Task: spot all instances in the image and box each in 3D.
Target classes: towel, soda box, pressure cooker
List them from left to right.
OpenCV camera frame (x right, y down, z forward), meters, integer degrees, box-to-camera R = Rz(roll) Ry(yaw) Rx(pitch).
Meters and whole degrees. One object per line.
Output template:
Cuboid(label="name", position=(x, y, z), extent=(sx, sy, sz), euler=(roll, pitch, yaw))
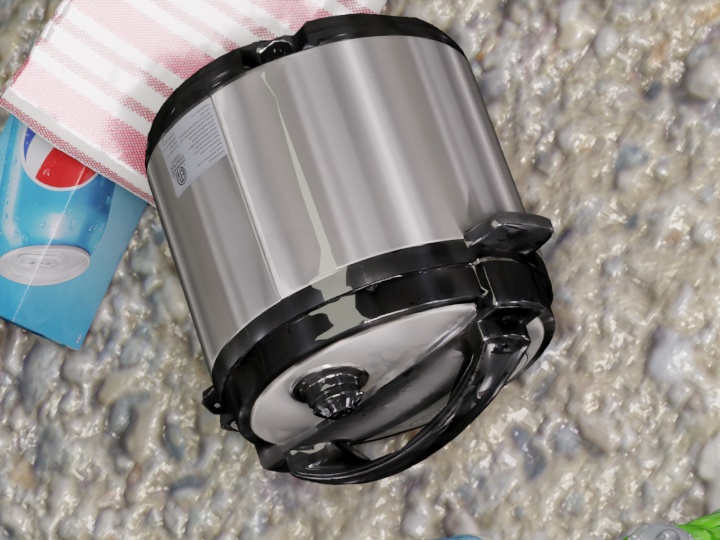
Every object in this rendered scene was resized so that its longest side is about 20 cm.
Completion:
Cuboid(label="soda box", position=(-0.151, -0.064, 1.547), extent=(0.064, 0.068, 0.201), euler=(22, 86, 31))
Cuboid(label="towel", position=(-0.080, -0.131, 1.503), extent=(0.146, 0.030, 0.200), euler=(33, 88, -10))
Cuboid(label="pressure cooker", position=(-0.003, 0.000, 1.378), extent=(0.178, 0.176, 0.201), euler=(-16, 67, -8))

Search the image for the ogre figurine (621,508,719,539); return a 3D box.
Cuboid(label="ogre figurine", position=(0.115, 0.176, 1.296), extent=(0.200, 0.120, 0.098), euler=(-30, 62, 17))

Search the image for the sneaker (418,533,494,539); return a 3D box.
Cuboid(label="sneaker", position=(-0.010, 0.202, 1.373), extent=(0.078, 0.090, 0.200), euler=(38, 95, 32))
